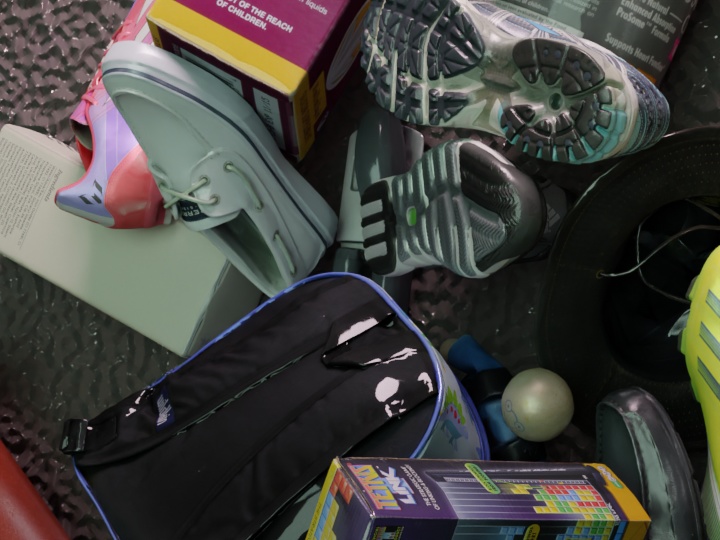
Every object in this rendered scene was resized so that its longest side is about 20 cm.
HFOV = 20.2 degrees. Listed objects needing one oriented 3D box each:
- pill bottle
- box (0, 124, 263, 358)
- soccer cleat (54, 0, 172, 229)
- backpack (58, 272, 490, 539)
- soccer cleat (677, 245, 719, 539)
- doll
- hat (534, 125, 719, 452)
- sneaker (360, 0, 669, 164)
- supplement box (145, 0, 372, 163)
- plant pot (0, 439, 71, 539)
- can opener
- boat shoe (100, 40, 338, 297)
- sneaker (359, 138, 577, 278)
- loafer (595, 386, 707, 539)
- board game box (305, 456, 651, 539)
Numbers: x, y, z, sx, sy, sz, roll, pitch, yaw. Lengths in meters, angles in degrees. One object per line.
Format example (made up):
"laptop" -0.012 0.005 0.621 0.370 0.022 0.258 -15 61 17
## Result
"pill bottle" 0.148 -0.189 1.178 0.116 0.116 0.201 26 95 25
"box" -0.160 -0.018 1.321 0.199 0.068 0.083 29 95 24
"soccer cleat" -0.149 -0.113 1.290 0.076 0.067 0.201 7 55 -9
"backpack" -0.030 0.112 1.105 0.200 0.147 0.183 -39 47 2
"soccer cleat" 0.216 0.085 1.082 0.083 0.064 0.202 2 93 56
"doll" 0.066 0.108 1.158 0.200 0.048 0.137 -45 62 53
"hat" 0.175 0.001 1.151 0.201 0.200 0.081 -52 27 10
"sneaker" 0.081 -0.103 1.099 0.200 0.086 0.078 32 110 40
"supplement box" -0.032 -0.187 1.215 0.103 0.131 0.201 28 78 8
"plant pot" -0.281 0.180 1.294 0.201 0.201 0.195 -46 77 12
"can opener" 0.000 0.000 1.246 0.053 0.067 0.202 3 78 25
"boat shoe" -0.084 -0.054 1.198 0.073 0.200 0.067 -5 54 45
"sneaker" 0.085 -0.036 1.142 0.200 0.115 0.076 178 88 -67
"loafer" 0.147 0.164 1.080 0.070 0.068 0.202 -9 94 -16
"board game box" 0.039 0.193 1.034 0.057 0.164 0.201 50 130 51
